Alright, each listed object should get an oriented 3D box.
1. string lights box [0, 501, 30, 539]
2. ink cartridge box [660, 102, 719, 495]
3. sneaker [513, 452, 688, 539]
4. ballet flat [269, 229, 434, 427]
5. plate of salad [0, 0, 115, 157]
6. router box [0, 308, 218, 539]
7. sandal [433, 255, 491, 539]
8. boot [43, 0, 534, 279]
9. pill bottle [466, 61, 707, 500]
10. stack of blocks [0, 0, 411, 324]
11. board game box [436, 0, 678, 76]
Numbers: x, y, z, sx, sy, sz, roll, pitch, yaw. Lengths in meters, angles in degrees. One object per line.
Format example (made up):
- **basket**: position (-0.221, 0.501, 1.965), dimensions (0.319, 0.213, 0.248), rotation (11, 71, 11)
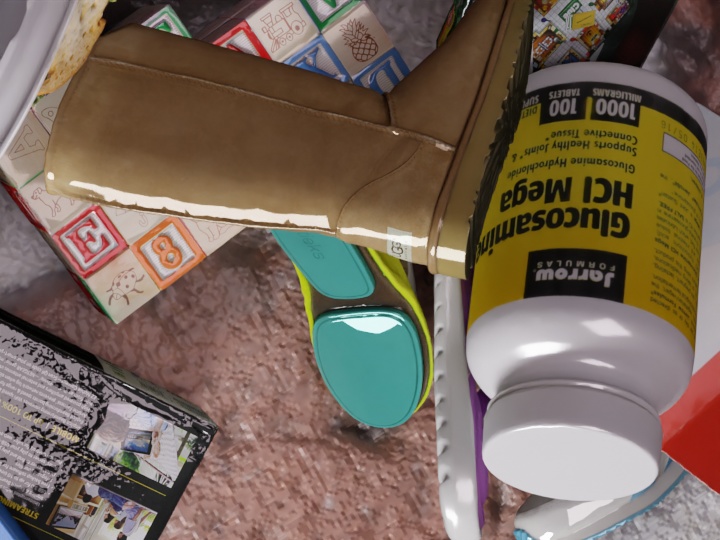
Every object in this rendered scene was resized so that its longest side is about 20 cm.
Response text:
- **string lights box**: position (-0.232, 0.117, 1.020), dimensions (0.103, 0.059, 0.200), rotation (-36, 105, -7)
- **ink cartridge box**: position (0.186, 0.015, 1.118), dimensions (0.160, 0.200, 0.047), rotation (-41, 133, -9)
- **sneaker**: position (0.153, 0.076, 1.182), dimensions (0.200, 0.076, 0.081), rotation (-41, 99, -16)
- **ballet flat**: position (0.000, 0.000, 1.104), dimensions (0.067, 0.067, 0.200), rotation (0, 141, 19)
- **plate of salad**: position (-0.145, -0.124, 0.998), dimensions (0.048, 0.200, 0.200), rotation (20, 90, -21)
- **router box**: position (-0.195, 0.097, 1.085), dimensions (0.200, 0.051, 0.149), rotation (29, 90, -17)
- **sandal**: position (0.064, 0.043, 1.121), dimensions (0.050, 0.082, 0.203), rotation (-1, 73, 4)
- **boot**: position (-0.027, -0.087, 1.009), dimensions (0.200, 0.066, 0.175), rotation (13, 52, 9)
- **pill bottle**: position (0.112, 0.006, 1.062), dimensions (0.112, 0.112, 0.200), rotation (18, 59, -18)
- **stack of blocks**: position (-0.084, -0.081, 1.094), dimensions (0.200, 0.059, 0.115), rotation (-37, 106, -10)
- **board game box**: position (0.116, -0.164, 1.031), dimensions (0.105, 0.023, 0.200), rotation (12, 138, -12)
